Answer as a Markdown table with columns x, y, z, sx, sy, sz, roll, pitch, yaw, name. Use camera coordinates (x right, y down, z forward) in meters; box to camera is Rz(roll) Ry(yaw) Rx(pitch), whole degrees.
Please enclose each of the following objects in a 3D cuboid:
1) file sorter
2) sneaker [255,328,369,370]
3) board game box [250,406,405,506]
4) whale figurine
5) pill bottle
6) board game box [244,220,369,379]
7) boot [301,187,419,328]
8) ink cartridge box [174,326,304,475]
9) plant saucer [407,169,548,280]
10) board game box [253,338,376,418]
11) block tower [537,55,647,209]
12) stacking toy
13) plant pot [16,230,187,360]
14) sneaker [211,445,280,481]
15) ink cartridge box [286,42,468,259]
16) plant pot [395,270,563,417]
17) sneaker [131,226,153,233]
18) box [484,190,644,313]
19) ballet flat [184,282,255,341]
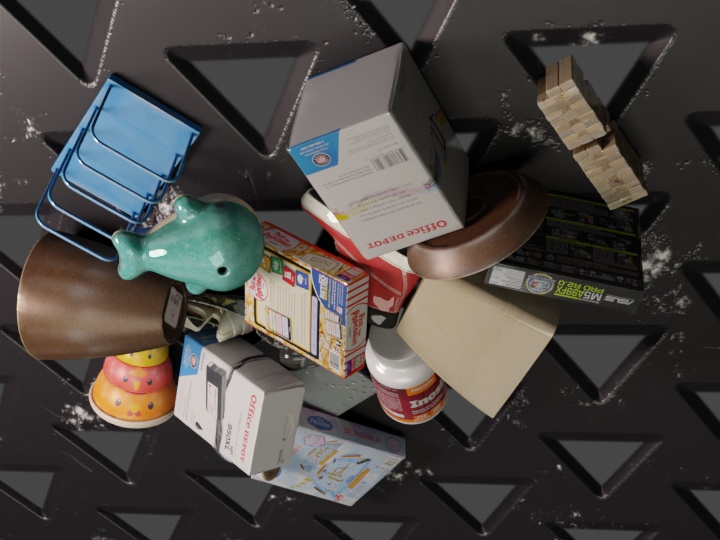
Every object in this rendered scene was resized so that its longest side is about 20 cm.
| x | y | z | sx | sy | sz | roll | pitch | yaw | name |
| --- | --- | --- | --- | --- | --- | --- | --- | --- | --- |
| -0.330 | -0.128 | 1.577 | 0.138 | 0.123 | 0.200 | 30 | 133 | -18 | file sorter |
| -0.063 | 0.088 | 1.776 | 0.198 | 0.060 | 0.105 | -11 | 107 | -10 | sneaker |
| -0.056 | 0.319 | 2.002 | 0.198 | 0.041 | 0.200 | 20 | 137 | -21 | board game box |
| -0.224 | -0.024 | 1.558 | 0.198 | 0.104 | 0.160 | -9 | 129 | -11 | whale figurine |
| 0.068 | 0.139 | 1.743 | 0.112 | 0.114 | 0.201 | 0 | 150 | 11 | pill bottle |
| -0.078 | 0.039 | 1.624 | 0.199 | 0.046 | 0.153 | 27 | 128 | 34 | board game box |
| -0.017 | -0.011 | 1.612 | 0.199 | 0.072 | 0.145 | 36 | 121 | 16 | boot |
| -0.187 | 0.195 | 1.792 | 0.199 | 0.084 | 0.146 | 30 | 118 | 39 | ink cartridge box |
| 0.141 | -0.066 | 1.497 | 0.199 | 0.201 | 0.035 | -18 | 123 | 26 | plant saucer |
| -0.102 | 0.171 | 1.899 | 0.199 | 0.026 | 0.199 | 37 | 130 | -24 | board game box |
| 0.286 | -0.168 | 1.460 | 0.054 | 0.058 | 0.200 | -22 | 125 | 28 | block tower |
| -0.350 | 0.133 | 1.858 | 0.144 | 0.147 | 0.202 | 10 | 119 | 0 | stacking toy |
| -0.356 | 0.046 | 1.692 | 0.198 | 0.188 | 0.188 | 6 | 136 | 14 | plant pot |
| -0.192 | 0.243 | 1.920 | 0.108 | 0.070 | 0.202 | 15 | 122 | 33 | sneaker |
| 0.029 | -0.145 | 1.475 | 0.146 | 0.146 | 0.201 | -16 | 129 | 25 | ink cartridge box |
| 0.162 | 0.040 | 1.612 | 0.176 | 0.201 | 0.201 | 26 | 134 | -2 | plant pot |
| -0.232 | -0.046 | 1.683 | 0.198 | 0.076 | 0.078 | 3 | 129 | -8 | sneaker |
| 0.265 | -0.033 | 1.534 | 0.198 | 0.161 | 0.045 | 11 | 134 | -1 | box |
| -0.227 | 0.065 | 1.785 | 0.198 | 0.072 | 0.069 | 17 | 142 | -7 | ballet flat |
